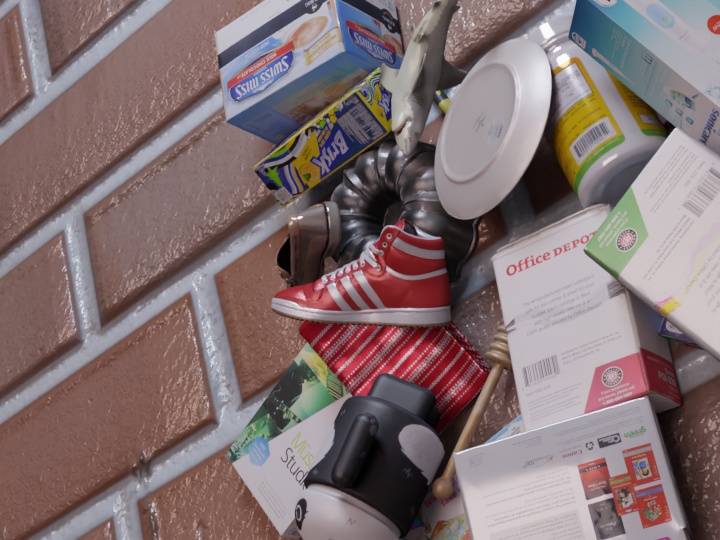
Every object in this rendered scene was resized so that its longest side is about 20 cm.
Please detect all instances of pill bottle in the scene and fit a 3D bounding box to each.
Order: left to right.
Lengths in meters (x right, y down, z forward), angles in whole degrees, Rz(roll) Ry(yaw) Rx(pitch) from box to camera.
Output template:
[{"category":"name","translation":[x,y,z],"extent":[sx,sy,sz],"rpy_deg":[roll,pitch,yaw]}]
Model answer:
[{"category":"pill bottle","translation":[0.239,-0.164,1.475],"extent":[0.111,0.110,0.202],"rpy_deg":[-39,54,24]}]

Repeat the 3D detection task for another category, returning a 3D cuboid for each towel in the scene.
[{"category":"towel","translation":[0.037,0.089,1.568],"extent":[0.145,0.022,0.200],"rpy_deg":[-45,77,17]}]

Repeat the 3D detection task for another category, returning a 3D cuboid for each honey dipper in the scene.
[{"category":"honey dipper","translation":[0.123,0.146,1.497],"extent":[0.038,0.038,0.202],"rpy_deg":[18,77,42]}]

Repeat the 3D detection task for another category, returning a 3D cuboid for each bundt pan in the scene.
[{"category":"bundt pan","translation":[0.038,-0.060,1.636],"extent":[0.200,0.075,0.205],"rpy_deg":[-13,69,37]}]

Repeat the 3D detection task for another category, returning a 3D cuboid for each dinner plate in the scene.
[{"category":"dinner plate","translation":[0.130,-0.152,1.503],"extent":[0.200,0.024,0.203],"rpy_deg":[-37,43,45]}]

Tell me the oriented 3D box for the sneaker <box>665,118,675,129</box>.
[{"category":"sneaker","translation":[0.321,-0.230,1.451],"extent":[0.078,0.077,0.203],"rpy_deg":[-27,58,32]}]

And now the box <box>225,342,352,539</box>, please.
[{"category":"box","translation":[-0.061,0.189,1.664],"extent":[0.201,0.036,0.144],"rpy_deg":[-53,50,12]}]

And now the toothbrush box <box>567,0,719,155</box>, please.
[{"category":"toothbrush box","translation":[0.321,-0.229,1.365],"extent":[0.146,0.086,0.200],"rpy_deg":[-42,74,-15]}]

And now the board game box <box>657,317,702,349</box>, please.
[{"category":"board game box","translation":[0.375,-0.017,1.362],"extent":[0.134,0.034,0.203],"rpy_deg":[15,85,42]}]

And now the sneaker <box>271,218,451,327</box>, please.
[{"category":"sneaker","translation":[0.000,0.000,1.527],"extent":[0.197,0.071,0.114],"rpy_deg":[1,97,13]}]

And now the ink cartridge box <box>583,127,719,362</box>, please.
[{"category":"ink cartridge box","translation":[0.328,-0.009,1.297],"extent":[0.200,0.087,0.146],"rpy_deg":[41,96,29]}]

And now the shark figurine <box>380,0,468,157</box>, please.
[{"category":"shark figurine","translation":[0.094,-0.242,1.589],"extent":[0.216,0.088,0.129],"rpy_deg":[-65,27,23]}]

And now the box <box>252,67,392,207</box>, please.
[{"category":"box","translation":[-0.036,-0.156,1.698],"extent":[0.199,0.070,0.065],"rpy_deg":[-31,102,40]}]

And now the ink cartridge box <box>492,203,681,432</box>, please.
[{"category":"ink cartridge box","translation":[0.224,0.056,1.434],"extent":[0.144,0.084,0.203],"rpy_deg":[-24,63,32]}]

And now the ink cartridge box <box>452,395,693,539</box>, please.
[{"category":"ink cartridge box","translation":[0.205,0.238,1.348],"extent":[0.197,0.084,0.178],"rpy_deg":[-17,63,12]}]

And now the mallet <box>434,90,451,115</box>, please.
[{"category":"mallet","translation":[0.092,-0.184,1.645],"extent":[0.065,0.041,0.200],"rpy_deg":[-32,47,-10]}]

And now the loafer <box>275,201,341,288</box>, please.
[{"category":"loafer","translation":[-0.072,-0.024,1.656],"extent":[0.200,0.062,0.073],"rpy_deg":[121,142,-63]}]

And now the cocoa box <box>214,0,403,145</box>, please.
[{"category":"cocoa box","translation":[-0.061,-0.256,1.743],"extent":[0.198,0.133,0.133],"rpy_deg":[-25,61,32]}]

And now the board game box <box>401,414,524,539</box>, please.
[{"category":"board game box","translation":[0.135,0.258,1.476],"extent":[0.200,0.034,0.136],"rpy_deg":[-41,54,23]}]

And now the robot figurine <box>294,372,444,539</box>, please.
[{"category":"robot figurine","translation":[0.010,0.210,1.486],"extent":[0.124,0.150,0.202],"rpy_deg":[-5,52,54]}]
